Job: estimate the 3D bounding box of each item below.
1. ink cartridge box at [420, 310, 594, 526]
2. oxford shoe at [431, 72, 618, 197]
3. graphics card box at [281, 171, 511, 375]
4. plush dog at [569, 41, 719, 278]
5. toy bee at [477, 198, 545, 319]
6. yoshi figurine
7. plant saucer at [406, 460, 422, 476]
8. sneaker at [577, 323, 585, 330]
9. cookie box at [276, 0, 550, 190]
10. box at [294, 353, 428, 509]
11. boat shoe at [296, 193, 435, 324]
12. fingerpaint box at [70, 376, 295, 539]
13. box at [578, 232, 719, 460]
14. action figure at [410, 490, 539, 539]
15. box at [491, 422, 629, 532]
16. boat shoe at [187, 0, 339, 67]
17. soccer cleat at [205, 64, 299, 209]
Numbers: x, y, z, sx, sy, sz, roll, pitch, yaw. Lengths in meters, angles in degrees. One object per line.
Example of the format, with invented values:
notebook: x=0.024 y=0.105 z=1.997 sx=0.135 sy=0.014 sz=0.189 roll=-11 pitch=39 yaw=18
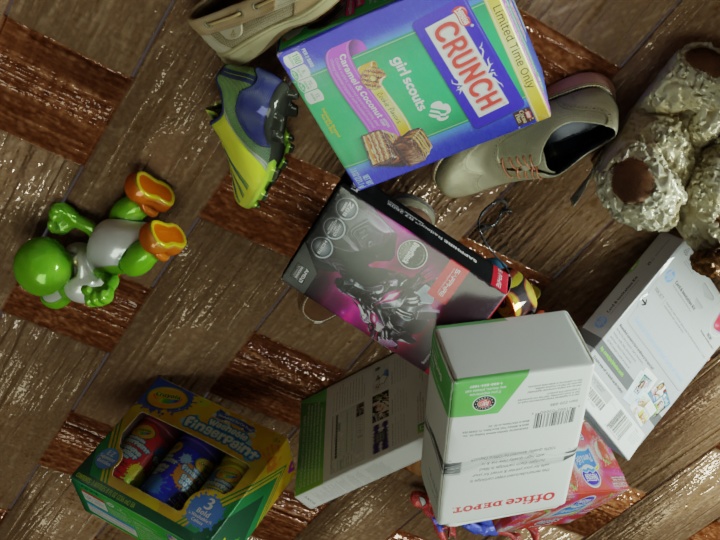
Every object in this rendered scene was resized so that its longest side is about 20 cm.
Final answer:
ink cartridge box: x=0.140 y=0.150 z=1.121 sx=0.143 sy=0.085 sz=0.203 roll=-6 pitch=128 yaw=-12
oxford shoe: x=0.154 y=-0.117 z=1.072 sx=0.198 sy=0.075 sz=0.071 roll=-29 pitch=128 yaw=25
graphics card box: x=0.035 y=0.007 z=1.113 sx=0.198 sy=0.051 sz=0.126 roll=34 pitch=117 yaw=-5
plush dog: x=0.310 y=-0.080 z=1.047 sx=0.171 sy=0.201 sz=0.161 roll=35 pitch=161 yaw=1
toy bee: x=0.141 y=0.039 z=1.183 sx=0.130 sy=0.109 sz=0.201 roll=-37 pitch=155 yaw=-11
yoshi figurine: x=-0.282 y=-0.019 z=1.154 sx=0.198 sy=0.113 sz=0.112 roll=-30 pitch=112 yaw=29
plant saucer: x=0.145 y=0.199 z=1.339 sx=0.197 sy=0.038 sz=0.201 roll=-20 pitch=155 yaw=-10
sneaker: x=0.213 y=0.095 z=1.236 sx=0.199 sy=0.070 sz=0.094 roll=-37 pitch=114 yaw=-13
cookie box: x=0.050 y=-0.185 z=1.006 sx=0.197 sy=0.076 sz=0.172 roll=-20 pitch=130 yaw=17
box: x=0.011 y=0.178 z=1.307 sx=0.198 sy=0.146 sz=0.036 roll=-27 pitch=128 yaw=25
boat shoe: x=0.000 y=0.000 z=1.186 sx=0.075 sy=0.073 sz=0.200 roll=29 pitch=127 yaw=-25
fingerpaint box: x=-0.202 y=0.235 z=1.293 sx=0.198 sy=0.167 sz=0.074 roll=21 pitch=141 yaw=26
box: x=0.308 y=0.083 z=1.212 sx=0.200 sy=0.041 sz=0.156 roll=-48 pitch=125 yaw=-5
action figure: x=0.151 y=0.356 z=1.515 sx=0.198 sy=0.100 sz=0.065 roll=26 pitch=128 yaw=-20
box: x=0.228 y=0.246 z=1.349 sx=0.099 sy=0.097 sz=0.199 roll=-37 pitch=153 yaw=26
boat shoe: x=-0.065 y=-0.247 z=0.950 sx=0.199 sy=0.072 sz=0.064 roll=-32 pitch=127 yaw=28
soccer cleat: x=-0.107 y=-0.127 z=1.057 sx=0.083 sy=0.065 sz=0.201 roll=25 pitch=154 yaw=2
